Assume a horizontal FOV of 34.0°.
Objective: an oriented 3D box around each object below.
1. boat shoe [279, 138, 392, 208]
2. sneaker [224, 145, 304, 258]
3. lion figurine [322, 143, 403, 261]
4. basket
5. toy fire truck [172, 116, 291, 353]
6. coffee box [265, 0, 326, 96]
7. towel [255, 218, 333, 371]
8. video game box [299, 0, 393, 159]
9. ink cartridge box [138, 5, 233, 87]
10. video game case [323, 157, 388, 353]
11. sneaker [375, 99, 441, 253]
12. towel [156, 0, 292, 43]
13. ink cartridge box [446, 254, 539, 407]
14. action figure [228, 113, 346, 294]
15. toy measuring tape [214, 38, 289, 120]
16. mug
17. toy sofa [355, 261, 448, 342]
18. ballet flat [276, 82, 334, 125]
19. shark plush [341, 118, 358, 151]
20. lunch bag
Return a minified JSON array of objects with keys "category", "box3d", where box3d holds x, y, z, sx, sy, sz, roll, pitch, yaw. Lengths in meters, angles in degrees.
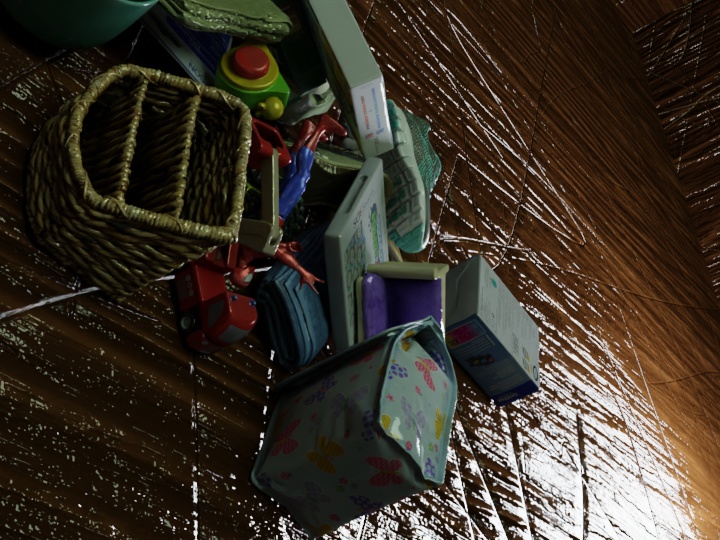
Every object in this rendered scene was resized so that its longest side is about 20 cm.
[{"category":"boat shoe","box3d":[-0.061,-0.117,1.392,0.201,0.072,0.066,11,23,-24]},{"category":"sneaker","box3d":[-0.128,-0.093,1.270,0.078,0.085,0.200,-47,135,-19]},{"category":"lion figurine","box3d":[0.002,-0.059,1.507,0.123,0.072,0.200,-98,164,-51]},{"category":"basket","box3d":[-0.199,-0.101,1.064,0.143,0.149,0.200,44,33,-35]},{"category":"toy fire truck","box3d":[-0.123,-0.033,1.147,0.049,0.141,0.200,20,50,-54]},{"category":"coffee box","box3d":[-0.111,-0.317,1.413,0.123,0.044,0.200,43,-21,48]},{"category":"towel","box3d":[-0.052,0.023,1.312,0.200,0.048,0.112,-56,134,-62]},{"category":"video game box","box3d":[-0.023,-0.256,1.387,0.182,0.047,0.200,69,-3,-69]},{"category":"ink cartridge box","box3d":[-0.223,-0.305,1.330,0.198,0.047,0.200,48,32,-33]},{"category":"video game case","box3d":[0.000,0.000,1.345,0.182,0.024,0.200,-65,155,-54]},{"category":"sneaker","box3d":[0.069,-0.117,1.474,0.091,0.078,0.200,8,68,-42]},{"category":"towel","box3d":[-0.173,-0.301,1.264,0.148,0.037,0.200,46,27,20]},{"category":"ink cartridge box","box3d":[0.193,0.097,1.687,0.200,0.076,0.137,47,31,-27]},{"category":"action figure","box3d":[-0.063,-0.054,1.222,0.099,0.065,0.200,39,69,-21]},{"category":"toy measuring tape","box3d":[-0.145,-0.243,1.323,0.074,0.074,0.200,15,39,-57]},{"category":"mug","box3d":[-0.287,-0.299,1.115,0.185,0.114,0.152,46,36,-20]},{"category":"toy sofa","box3d":[0.050,0.091,1.329,0.098,0.083,0.200,-24,115,-68]},{"category":"ballet flat","box3d":[-0.058,-0.240,1.549,0.069,0.069,0.200,59,26,-10]},{"category":"shark plush","box3d":[-0.006,-0.170,1.595,0.200,0.091,0.083,-121,-153,-42]},{"category":"lunch bag","box3d":[-0.003,0.141,1.181,0.127,0.170,0.200,49,32,-21]}]
